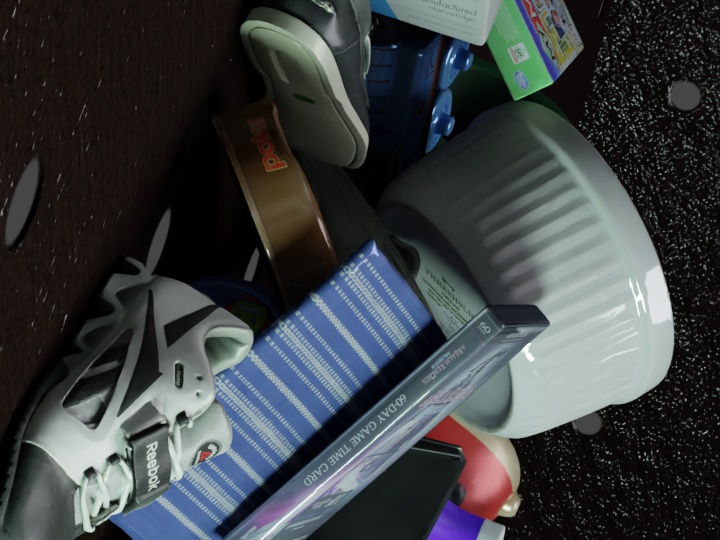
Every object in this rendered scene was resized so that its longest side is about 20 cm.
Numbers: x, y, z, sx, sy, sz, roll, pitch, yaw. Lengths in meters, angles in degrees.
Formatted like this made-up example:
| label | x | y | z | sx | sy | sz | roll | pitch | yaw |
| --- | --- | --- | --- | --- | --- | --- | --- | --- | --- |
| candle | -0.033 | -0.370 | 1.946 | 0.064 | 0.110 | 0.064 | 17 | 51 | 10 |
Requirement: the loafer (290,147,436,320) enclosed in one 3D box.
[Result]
| label | x | y | z | sx | sy | sz | roll | pitch | yaw |
| --- | --- | --- | --- | --- | --- | --- | --- | --- | --- |
| loafer | 0.000 | 0.000 | 1.642 | 0.070 | 0.069 | 0.201 | 110 | -31 | -43 |

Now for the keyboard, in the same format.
| label | x | y | z | sx | sy | sz | roll | pitch | yaw |
| --- | --- | --- | --- | --- | --- | --- | --- | --- | --- |
| keyboard | -0.028 | 0.171 | 1.651 | 0.201 | 0.127 | 0.021 | -64 | -152 | 29 |

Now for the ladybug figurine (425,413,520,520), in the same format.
| label | x | y | z | sx | sy | sz | roll | pitch | yaw |
| --- | --- | --- | --- | --- | --- | --- | --- | --- | --- |
| ladybug figurine | 0.009 | 0.116 | 1.770 | 0.072 | 0.199 | 0.136 | -60 | 170 | -45 |

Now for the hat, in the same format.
| label | x | y | z | sx | sy | sz | roll | pitch | yaw |
| --- | --- | --- | --- | --- | --- | --- | --- | --- | --- |
| hat | 0.054 | -0.046 | 1.956 | 0.200 | 0.166 | 0.176 | -21 | 146 | -55 |

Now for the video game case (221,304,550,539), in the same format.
| label | x | y | z | sx | sy | sz | roll | pitch | yaw |
| --- | --- | --- | --- | --- | --- | --- | --- | --- | --- |
| video game case | 0.015 | 0.089 | 1.520 | 0.200 | 0.019 | 0.143 | -41 | 171 | 10 |

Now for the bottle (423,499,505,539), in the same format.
| label | x | y | z | sx | sy | sz | roll | pitch | yaw |
| --- | --- | --- | --- | --- | --- | --- | --- | --- | --- |
| bottle | -0.010 | 0.149 | 1.707 | 0.084 | 0.199 | 0.065 | 95 | 15 | -57 |

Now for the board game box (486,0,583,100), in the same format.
| label | x | y | z | sx | sy | sz | roll | pitch | yaw |
| --- | --- | --- | --- | --- | --- | --- | --- | --- | --- |
| board game box | 0.074 | -0.210 | 1.665 | 0.201 | 0.029 | 0.135 | 65 | 17 | -7 |

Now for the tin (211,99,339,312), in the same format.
| label | x | y | z | sx | sy | sz | roll | pitch | yaw |
| --- | --- | --- | --- | --- | --- | --- | --- | --- | --- |
| tin | -0.035 | -0.009 | 1.488 | 0.200 | 0.042 | 0.112 | 73 | -1 | -52 |

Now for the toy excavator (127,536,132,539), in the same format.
| label | x | y | z | sx | sy | sz | roll | pitch | yaw |
| --- | --- | --- | --- | --- | --- | --- | --- | --- | --- |
| toy excavator | -0.128 | 0.255 | 1.571 | 0.200 | 0.100 | 0.195 | -61 | -176 | 34 |

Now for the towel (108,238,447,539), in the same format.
| label | x | y | z | sx | sy | sz | roll | pitch | yaw |
| --- | --- | --- | --- | --- | --- | --- | --- | --- | --- |
| towel | -0.050 | 0.073 | 1.441 | 0.200 | 0.024 | 0.145 | -40 | 152 | 0 |

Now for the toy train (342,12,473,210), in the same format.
| label | x | y | z | sx | sy | sz | roll | pitch | yaw |
| --- | --- | --- | --- | --- | --- | --- | --- | --- | --- |
| toy train | 0.017 | -0.129 | 1.712 | 0.114 | 0.086 | 0.201 | -53 | 160 | -48 |

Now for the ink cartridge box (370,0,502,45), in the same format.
| label | x | y | z | sx | sy | sz | roll | pitch | yaw |
| --- | --- | --- | --- | --- | --- | --- | --- | --- | --- |
| ink cartridge box | 0.032 | -0.225 | 1.489 | 0.200 | 0.115 | 0.068 | 95 | 15 | -54 |

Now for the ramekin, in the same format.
| label | x | y | z | sx | sy | sz | roll | pitch | yaw |
| --- | --- | --- | --- | --- | --- | --- | --- | --- | --- |
| ramekin | 0.091 | 0.007 | 1.675 | 0.105 | 0.200 | 0.201 | -27 | 151 | -21 |

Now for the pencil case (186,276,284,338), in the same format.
| label | x | y | z | sx | sy | sz | roll | pitch | yaw |
| --- | --- | --- | --- | --- | --- | --- | --- | --- | --- |
| pencil case | -0.073 | 0.064 | 1.539 | 0.087 | 0.078 | 0.200 | -50 | 168 | -9 |

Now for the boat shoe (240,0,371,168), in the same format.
| label | x | y | z | sx | sy | sz | roll | pitch | yaw |
| --- | --- | --- | --- | --- | --- | --- | --- | --- | --- |
| boat shoe | -0.020 | -0.114 | 1.534 | 0.200 | 0.072 | 0.068 | 81 | 32 | -68 |

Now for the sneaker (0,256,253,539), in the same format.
| label | x | y | z | sx | sy | sz | roll | pitch | yaw |
| --- | --- | --- | --- | --- | --- | --- | --- | --- | --- |
| sneaker | -0.110 | 0.078 | 1.307 | 0.074 | 0.088 | 0.200 | 101 | 12 | -49 |
